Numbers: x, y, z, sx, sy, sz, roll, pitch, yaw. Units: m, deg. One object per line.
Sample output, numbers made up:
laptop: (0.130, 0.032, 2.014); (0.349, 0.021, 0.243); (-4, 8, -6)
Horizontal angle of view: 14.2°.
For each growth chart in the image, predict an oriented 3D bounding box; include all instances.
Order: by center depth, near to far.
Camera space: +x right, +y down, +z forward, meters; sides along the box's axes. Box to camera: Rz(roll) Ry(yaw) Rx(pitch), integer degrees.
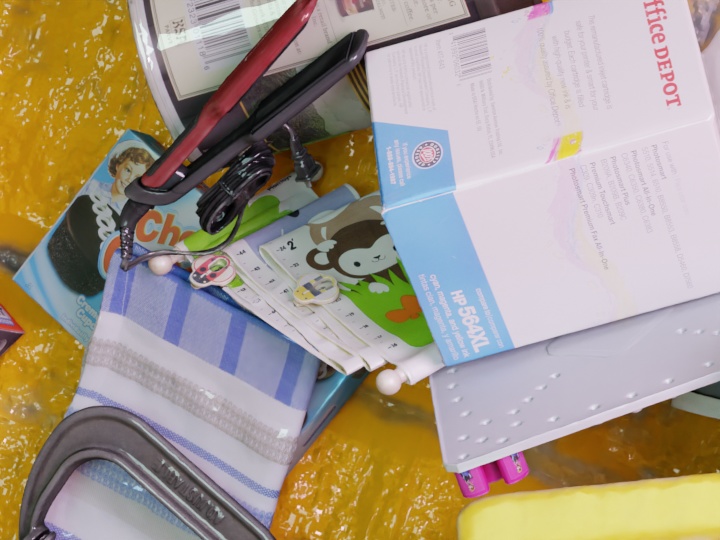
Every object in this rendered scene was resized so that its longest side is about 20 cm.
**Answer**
growth chart: (0.000, 0.000, 1.607); (0.200, 0.018, 0.145); (28, 51, 35)

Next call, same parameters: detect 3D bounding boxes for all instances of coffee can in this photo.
coffee can: (-0.011, -0.150, 1.617); (0.199, 0.146, 0.147); (-15, 81, 15)

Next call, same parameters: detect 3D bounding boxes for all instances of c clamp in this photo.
c clamp: (-0.126, 0.183, 1.647); (0.200, 0.027, 0.171); (46, 114, 10)

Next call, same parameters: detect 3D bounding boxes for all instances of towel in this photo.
towel: (-0.109, 0.101, 1.654); (0.147, 0.024, 0.201); (27, 111, 21)

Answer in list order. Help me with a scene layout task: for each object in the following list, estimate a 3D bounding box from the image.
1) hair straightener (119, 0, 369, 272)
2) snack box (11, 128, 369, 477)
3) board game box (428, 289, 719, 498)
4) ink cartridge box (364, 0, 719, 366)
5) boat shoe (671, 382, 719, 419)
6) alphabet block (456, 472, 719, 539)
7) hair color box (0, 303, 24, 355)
hair straightener: (-0.060, -0.061, 1.565); (0.077, 0.041, 0.200); (37, 115, -15)
snack box: (-0.094, 0.025, 1.682); (0.200, 0.037, 0.116); (41, 99, 16)
board game box: (0.134, 0.041, 1.524); (0.199, 0.200, 0.026); (-19, 110, 5)
ink cartridge box: (0.117, -0.057, 1.515); (0.199, 0.125, 0.129); (-14, 43, 9)
boat shoe: (0.261, 0.063, 1.543); (0.199, 0.073, 0.062); (10, 88, 32)
alphabet block: (0.173, 0.204, 1.500); (0.196, 0.200, 0.196); (-9, 82, 16)
hair color box: (-0.309, 0.001, 1.737); (0.111, 0.064, 0.200); (-45, 76, 8)
